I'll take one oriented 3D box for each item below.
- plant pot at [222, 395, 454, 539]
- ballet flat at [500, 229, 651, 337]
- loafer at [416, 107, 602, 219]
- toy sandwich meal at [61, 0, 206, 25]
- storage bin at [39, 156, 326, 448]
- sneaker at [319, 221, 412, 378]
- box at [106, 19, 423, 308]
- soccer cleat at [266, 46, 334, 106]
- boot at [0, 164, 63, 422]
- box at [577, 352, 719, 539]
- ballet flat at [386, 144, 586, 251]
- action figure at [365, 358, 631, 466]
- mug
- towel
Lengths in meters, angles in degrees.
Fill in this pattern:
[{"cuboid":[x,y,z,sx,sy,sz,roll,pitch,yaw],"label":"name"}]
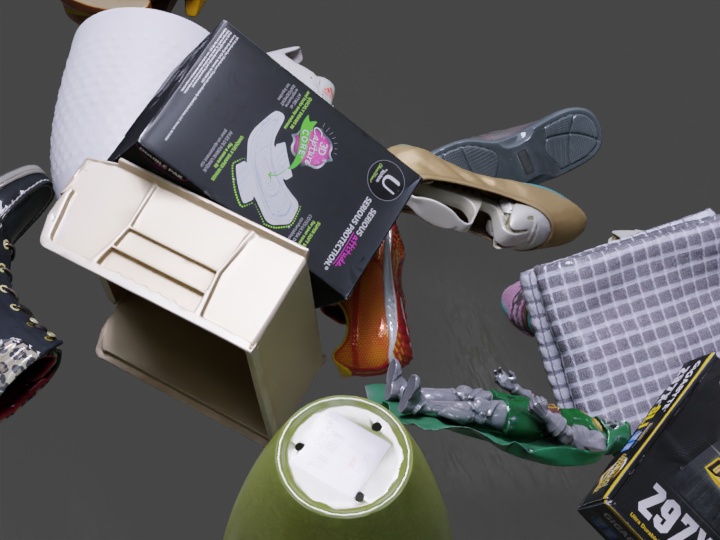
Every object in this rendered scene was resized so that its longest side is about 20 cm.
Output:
[{"cuboid":[-0.015,0.180,1.067,0.186,0.200,0.188,1,55,-1],"label":"plant pot"},{"cuboid":[0.212,0.002,1.289,0.199,0.069,0.071,-18,32,-14],"label":"ballet flat"},{"cuboid":[0.123,-0.095,1.359,0.199,0.063,0.072,-20,100,-14],"label":"loafer"},{"cuboid":[-0.214,-0.316,1.493,0.204,0.070,0.206,1,50,-1],"label":"toy sandwich meal"},{"cuboid":[-0.135,0.026,1.163,0.198,0.200,0.094,26,67,15],"label":"storage bin"},{"cuboid":[0.000,0.000,1.275,0.077,0.073,0.200,-9,49,11],"label":"sneaker"},{"cuboid":[-0.082,-0.073,1.182,0.200,0.148,0.124,38,70,-13],"label":"box"},{"cuboid":[-0.048,-0.138,1.363,0.077,0.069,0.200,-29,53,-7],"label":"soccer cleat"},{"cuboid":[-0.295,0.019,1.250,0.154,0.074,0.204,35,66,18],"label":"boot"},{"cuboid":[0.280,0.188,1.115,0.200,0.049,0.160,46,64,-4],"label":"box"},{"cuboid":[0.104,-0.048,1.289,0.199,0.069,0.063,17,42,-13],"label":"ballet flat"},{"cuboid":[0.115,0.109,1.106,0.199,0.055,0.118,14,10,-22],"label":"action figure"},{"cuboid":[-0.172,-0.108,1.306,0.199,0.148,0.176,15,61,-12],"label":"mug"},{"cuboid":[0.245,0.048,1.205,0.199,0.086,0.166,-17,87,-15],"label":"towel"}]
